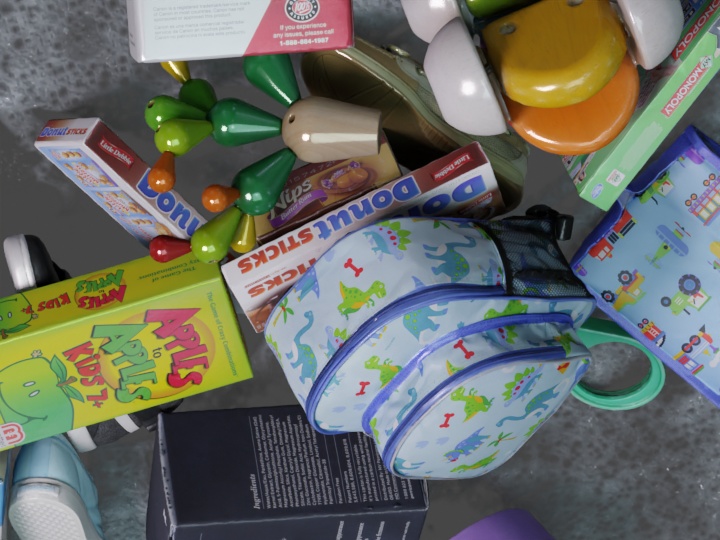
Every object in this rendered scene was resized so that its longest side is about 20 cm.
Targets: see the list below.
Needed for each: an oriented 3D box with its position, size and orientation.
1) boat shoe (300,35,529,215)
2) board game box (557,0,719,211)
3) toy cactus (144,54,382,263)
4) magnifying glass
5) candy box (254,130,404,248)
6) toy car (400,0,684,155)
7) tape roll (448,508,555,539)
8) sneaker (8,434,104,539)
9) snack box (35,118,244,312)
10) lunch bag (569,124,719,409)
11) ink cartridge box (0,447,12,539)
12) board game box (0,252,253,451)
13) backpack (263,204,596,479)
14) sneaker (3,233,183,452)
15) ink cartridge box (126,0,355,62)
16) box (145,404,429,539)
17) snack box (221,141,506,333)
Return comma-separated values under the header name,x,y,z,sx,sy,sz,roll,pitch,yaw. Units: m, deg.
name,x,y,z,sx,sy,sz,roll,pitch,yaw
boat shoe,0.042,-0.116,1.671,0.200,0.063,0.073,33,141,-21
board game box,0.208,-0.155,1.635,0.029,0.135,0.200,28,111,-26
toy cactus,-0.068,-0.092,1.589,0.164,0.201,0.102,4,149,6
magnifying glass,0.156,0.049,1.802,0.200,0.022,0.080,33,126,-22
candy box,0.000,0.000,1.700,0.116,0.057,0.200,-24,135,2
toy car,0.129,-0.164,1.586,0.174,0.201,0.150,-22,139,6
tape roll,0.086,0.286,1.846,0.200,0.066,0.201,-34,152,-21
sneaker,-0.226,0.188,1.775,0.073,0.082,0.200,4,148,0
snack box,-0.145,-0.037,1.658,0.200,0.072,0.024,44,67,-29
lunch bag,0.266,-0.004,1.772,0.200,0.094,0.151,36,110,-18
ink cartridge box,-0.329,0.202,1.724,0.128,0.125,0.201,3,119,-7
board game box,-0.185,0.054,1.632,0.199,0.048,0.102,-16,131,-1
backpack,0.050,0.051,1.594,0.199,0.147,0.183,5,137,-40
sneaker,-0.188,0.038,1.703,0.111,0.073,0.201,-19,130,-5
ink cartridge box,-0.085,-0.244,1.514,0.145,0.083,0.201,-5,100,-10
box,-0.060,0.185,1.765,0.199,0.105,0.148,-2,143,-12
snack box,0.004,-0.023,1.612,0.199,0.024,0.072,-26,149,0
